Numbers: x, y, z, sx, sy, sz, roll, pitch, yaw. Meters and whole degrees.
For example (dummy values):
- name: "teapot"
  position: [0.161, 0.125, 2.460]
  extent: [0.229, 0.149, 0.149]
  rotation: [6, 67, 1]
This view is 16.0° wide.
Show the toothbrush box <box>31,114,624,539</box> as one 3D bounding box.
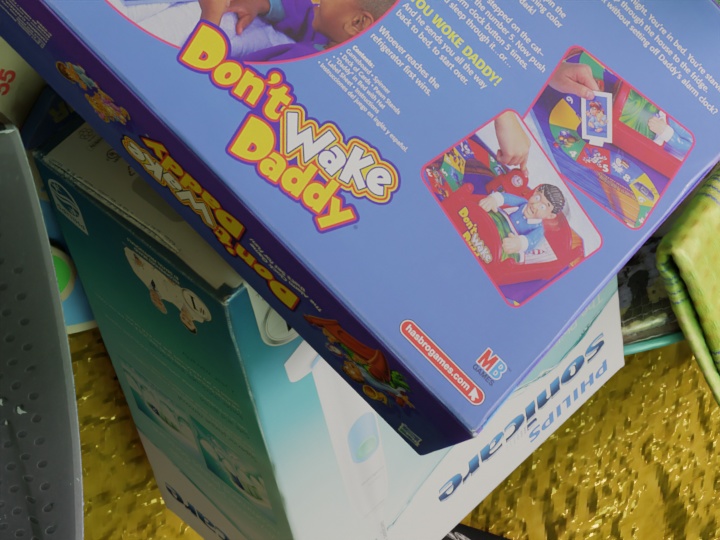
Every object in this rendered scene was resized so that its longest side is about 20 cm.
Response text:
- name: "toothbrush box"
  position: [0.000, 0.000, 0.787]
  extent: [0.146, 0.085, 0.200]
  rotation: [-42, 148, -19]

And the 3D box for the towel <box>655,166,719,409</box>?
- name: "towel"
  position: [0.196, -0.014, 0.939]
  extent: [0.200, 0.023, 0.144]
  rotation: [-41, 115, -26]

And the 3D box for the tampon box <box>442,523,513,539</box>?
- name: "tampon box"
  position: [0.062, 0.207, 0.939]
  extent: [0.126, 0.200, 0.150]
  rotation: [21, 105, -47]

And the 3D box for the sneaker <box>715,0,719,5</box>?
- name: "sneaker"
  position: [0.116, -0.077, 0.840]
  extent: [0.074, 0.118, 0.201]
  rotation: [-18, 129, -32]

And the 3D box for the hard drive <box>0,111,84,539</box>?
- name: "hard drive"
  position: [-0.149, 0.039, 0.724]
  extent: [0.135, 0.042, 0.200]
  rotation: [-13, 133, -13]

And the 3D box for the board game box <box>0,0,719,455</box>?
- name: "board game box"
  position: [-0.005, -0.071, 0.665]
  extent: [0.200, 0.045, 0.134]
  rotation: [45, 71, -4]

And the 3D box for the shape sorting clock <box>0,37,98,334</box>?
- name: "shape sorting clock"
  position: [-0.068, -0.066, 0.749]
  extent: [0.200, 0.039, 0.200]
  rotation: [-22, 132, -27]

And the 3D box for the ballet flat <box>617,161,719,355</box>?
- name: "ballet flat"
  position: [0.149, -0.021, 0.962]
  extent: [0.200, 0.072, 0.072]
  rotation: [-15, 128, -33]
